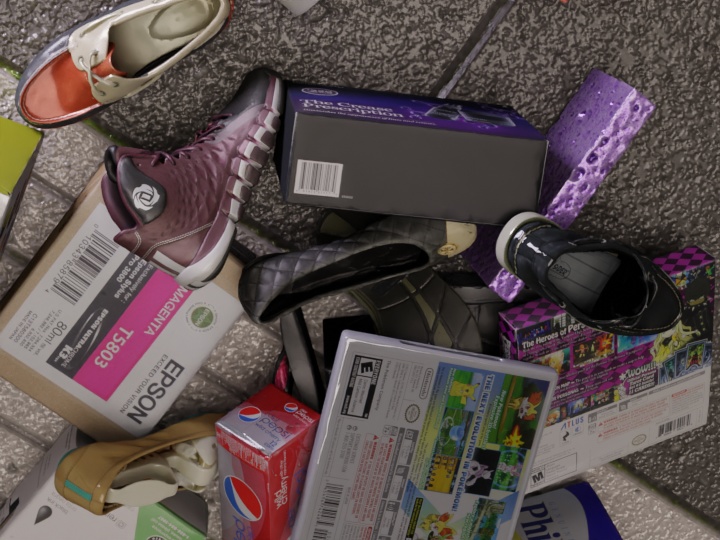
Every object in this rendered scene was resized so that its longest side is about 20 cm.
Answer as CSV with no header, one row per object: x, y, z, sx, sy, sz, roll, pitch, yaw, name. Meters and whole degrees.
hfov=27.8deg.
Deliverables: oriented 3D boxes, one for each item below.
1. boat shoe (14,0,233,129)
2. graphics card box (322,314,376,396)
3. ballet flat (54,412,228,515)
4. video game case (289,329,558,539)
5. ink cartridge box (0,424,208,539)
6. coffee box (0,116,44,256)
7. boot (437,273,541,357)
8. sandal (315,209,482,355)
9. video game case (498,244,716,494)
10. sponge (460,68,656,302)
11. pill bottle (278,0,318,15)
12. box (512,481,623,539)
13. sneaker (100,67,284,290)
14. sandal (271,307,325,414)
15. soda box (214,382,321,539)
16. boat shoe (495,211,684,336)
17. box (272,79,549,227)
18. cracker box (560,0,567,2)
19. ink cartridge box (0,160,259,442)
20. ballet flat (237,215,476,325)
-0.191,-0.173,1.165,0.200,0.063,0.071,-29,110,3,boat shoe
0.001,0.151,1.255,0.051,0.125,0.200,-5,109,0,graphics card box
-0.160,0.166,1.206,0.200,0.063,0.069,-11,122,-47,ballet flat
0.050,0.158,1.188,0.182,0.022,0.200,11,104,-12,video game case
-0.251,0.251,1.276,0.146,0.084,0.200,38,99,-16,ink cartridge box
-0.376,-0.033,1.110,0.200,0.200,0.198,20,105,-11,coffee box
0.132,0.104,1.289,0.165,0.066,0.200,2,104,0,boot
0.037,0.027,1.229,0.080,0.057,0.201,-32,70,-4,sandal
0.215,0.087,1.261,0.200,0.036,0.181,-18,125,-18,video game case
0.161,-0.073,1.215,0.030,0.112,0.200,34,100,-17,sponge
-0.096,-0.292,1.114,0.200,0.111,0.111,41,98,-16,pill bottle
0.142,0.296,1.284,0.200,0.184,0.105,-15,114,-3,box
-0.138,-0.093,1.149,0.115,0.076,0.200,25,65,-17,sneaker
-0.060,0.091,1.262,0.045,0.075,0.200,-13,101,2,sandal
-0.076,0.198,1.247,0.070,0.063,0.200,-34,140,-36,soda box
0.197,0.013,1.149,0.199,0.066,0.075,30,95,-35,boat shoe
0.036,-0.096,1.176,0.200,0.141,0.079,5,104,-9,box
0.102,-0.317,1.160,0.200,0.058,0.134,22,102,-13,cracker box
-0.202,0.031,1.220,0.165,0.075,0.200,36,99,-15,ink cartridge box
0.000,0.000,1.170,0.200,0.057,0.066,-17,143,-3,ballet flat
